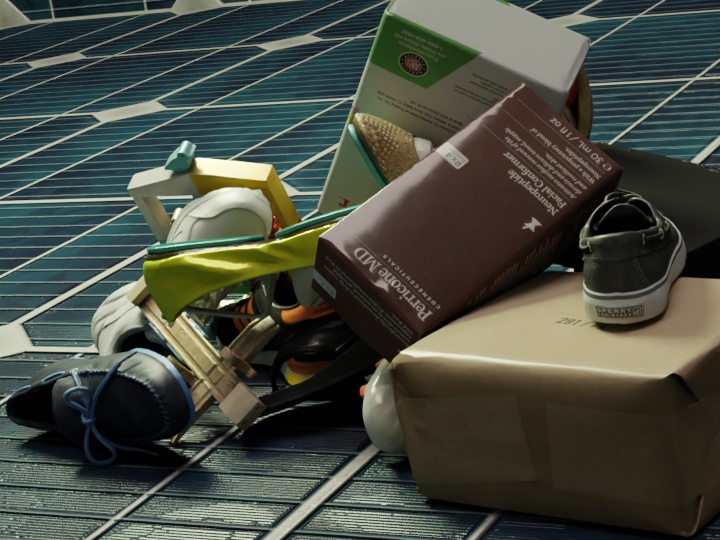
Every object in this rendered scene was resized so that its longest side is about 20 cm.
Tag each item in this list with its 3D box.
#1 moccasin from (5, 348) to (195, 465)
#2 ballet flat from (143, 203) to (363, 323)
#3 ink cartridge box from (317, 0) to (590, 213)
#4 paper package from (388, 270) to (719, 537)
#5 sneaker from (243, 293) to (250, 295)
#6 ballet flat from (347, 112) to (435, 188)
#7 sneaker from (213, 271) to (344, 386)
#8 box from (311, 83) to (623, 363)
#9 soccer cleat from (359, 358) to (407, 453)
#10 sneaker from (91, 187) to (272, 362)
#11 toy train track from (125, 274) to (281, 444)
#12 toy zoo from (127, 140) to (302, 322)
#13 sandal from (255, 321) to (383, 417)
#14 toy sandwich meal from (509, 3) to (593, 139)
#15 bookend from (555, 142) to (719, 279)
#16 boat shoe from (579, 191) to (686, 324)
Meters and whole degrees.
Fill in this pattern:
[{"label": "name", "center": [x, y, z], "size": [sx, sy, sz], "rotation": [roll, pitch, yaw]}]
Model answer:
[{"label": "moccasin", "center": [-0.190, 0.104, 1.322], "size": [0.068, 0.081, 0.200], "rotation": [-26, 8, -34]}, {"label": "ballet flat", "center": [-0.059, -0.002, 1.311], "size": [0.200, 0.067, 0.067], "rotation": [-11, 1, 14]}, {"label": "ink cartridge box", "center": [0.068, -0.107, 1.387], "size": [0.145, 0.200, 0.084], "rotation": [25, 42, 4]}, {"label": "paper package", "center": [0.157, 0.074, 1.151], "size": [0.200, 0.104, 0.191], "rotation": [3, 20, 38]}, {"label": "sneaker", "center": [-0.014, -0.038, 1.591], "size": [0.199, 0.130, 0.079], "rotation": [-3, 16, 20]}, {"label": "ballet flat", "center": [0.063, -0.044, 1.336], "size": [0.065, 0.200, 0.071], "rotation": [-26, 28, 12]}, {"label": "sneaker", "center": [-0.061, 0.031, 1.445], "size": [0.070, 0.090, 0.200], "rotation": [-16, 17, -25]}, {"label": "box", "center": [0.072, -0.029, 1.237], "size": [0.200, 0.075, 0.100], "rotation": [-39, 70, -23]}, {"label": "soccer cleat", "center": [0.072, 0.071, 1.266], "size": [0.077, 0.069, 0.200], "rotation": [-12, 8, 37]}, {"label": "sneaker", "center": [-0.136, 0.023, 1.453], "size": [0.200, 0.078, 0.099], "rotation": [-49, 27, 19]}, {"label": "toy train track", "center": [-0.130, 0.052, 1.348], "size": [0.115, 0.033, 0.200], "rotation": [-48, 41, 0]}, {"label": "toy zoo", "center": [-0.107, -0.029, 1.513], "size": [0.131, 0.200, 0.020], "rotation": [-2, 47, 25]}, {"label": "sandal", "center": [-0.006, 0.053, 1.322], "size": [0.200, 0.048, 0.075], "rotation": [-27, -9, 8]}, {"label": "toy sandwich meal", "center": [0.088, -0.121, 1.483], "size": [0.205, 0.206, 0.070], "rotation": [-4, 25, 16]}, {"label": "bookend", "center": [0.208, -0.016, 1.390], "size": [0.198, 0.092, 0.200], "rotation": [17, 26, 37]}, {"label": "boat shoe", "center": [0.175, -0.020, 1.183], "size": [0.068, 0.057, 0.200], "rotation": [-5, 14, 11]}]
